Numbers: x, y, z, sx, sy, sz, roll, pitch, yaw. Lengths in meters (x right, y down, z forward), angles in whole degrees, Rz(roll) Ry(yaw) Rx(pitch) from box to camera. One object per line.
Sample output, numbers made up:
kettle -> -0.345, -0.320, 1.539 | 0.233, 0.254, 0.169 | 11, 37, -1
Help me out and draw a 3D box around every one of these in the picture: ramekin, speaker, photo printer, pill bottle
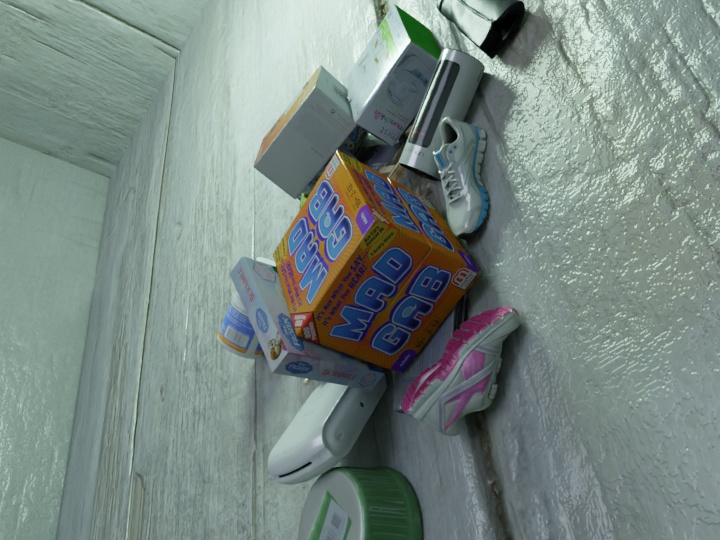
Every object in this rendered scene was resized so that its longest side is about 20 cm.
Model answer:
ramekin -> -0.009, 0.386, 0.965 | 0.199, 0.096, 0.204 | -33, 48, 45
speaker -> 0.134, -0.255, 1.099 | 0.081, 0.080, 0.204 | 29, 99, 57
photo printer -> -0.056, 0.246, 1.047 | 0.166, 0.070, 0.201 | -36, 10, 40
pill bottle -> -0.229, 0.080, 1.449 | 0.112, 0.110, 0.204 | 37, 104, 56

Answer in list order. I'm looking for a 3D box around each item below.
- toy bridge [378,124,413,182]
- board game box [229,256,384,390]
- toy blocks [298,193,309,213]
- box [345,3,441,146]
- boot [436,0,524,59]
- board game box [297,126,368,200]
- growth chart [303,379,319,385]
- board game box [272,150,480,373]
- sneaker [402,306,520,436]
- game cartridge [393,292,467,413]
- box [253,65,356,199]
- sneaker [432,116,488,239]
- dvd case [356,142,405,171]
toy bridge -> 0.054, -0.170, 1.165 | 0.202, 0.027, 0.067 | -57, 20, -9
board game box -> -0.080, 0.080, 0.988 | 0.041, 0.197, 0.201 | -50, 48, 20
toy blocks -> -0.054, -0.020, 1.161 | 0.134, 0.099, 0.205 | 15, 98, 25
box -> 0.059, -0.366, 1.229 | 0.177, 0.095, 0.202 | -52, 28, 28
boot -> 0.213, -0.468, 1.099 | 0.167, 0.064, 0.202 | -63, 29, 28
board game box -> -0.047, -0.232, 1.342 | 0.202, 0.061, 0.199 | -58, 21, -9
growth chart -> -0.027, 0.136, 1.137 | 0.199, 0.018, 0.146 | -32, 18, 44
board game box -> 0.015, -0.011, 0.984 | 0.202, 0.197, 0.201 | -54, 34, 21
sneaker -> 0.148, 0.136, 0.883 | 0.200, 0.088, 0.081 | -48, 6, 2
game cartridge -> 0.105, 0.110, 0.998 | 0.129, 0.038, 0.205 | -23, 55, 55
box -> -0.103, -0.270, 1.288 | 0.200, 0.106, 0.153 | -46, 21, 22
sneaker -> 0.145, -0.146, 1.020 | 0.074, 0.085, 0.205 | -26, 55, 45
dvd case -> -0.003, -0.156, 1.266 | 0.148, 0.016, 0.203 | 10, 67, 58
